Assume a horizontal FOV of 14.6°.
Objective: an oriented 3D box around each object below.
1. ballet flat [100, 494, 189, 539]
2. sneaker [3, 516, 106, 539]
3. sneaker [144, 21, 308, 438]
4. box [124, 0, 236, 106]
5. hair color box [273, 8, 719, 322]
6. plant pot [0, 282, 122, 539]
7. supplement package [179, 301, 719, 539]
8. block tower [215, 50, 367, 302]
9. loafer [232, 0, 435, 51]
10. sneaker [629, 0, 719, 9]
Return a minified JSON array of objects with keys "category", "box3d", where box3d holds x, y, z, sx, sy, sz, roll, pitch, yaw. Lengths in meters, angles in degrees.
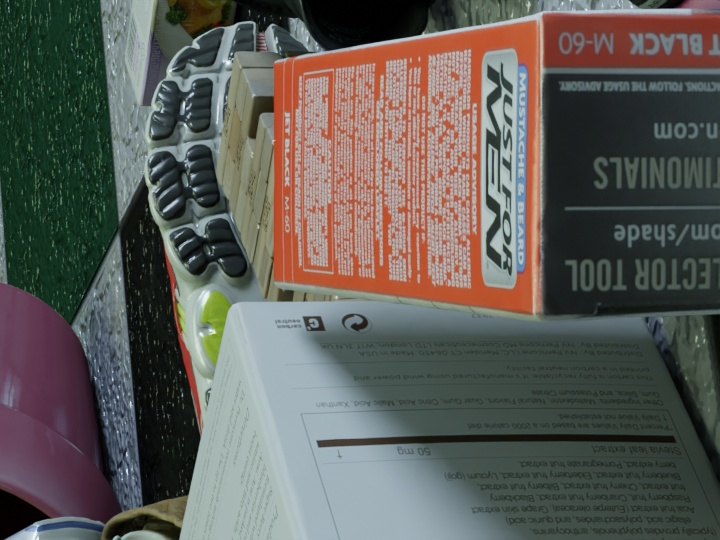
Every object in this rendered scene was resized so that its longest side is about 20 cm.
[{"category":"ballet flat","box3d":[-0.066,0.131,1.129,0.200,0.072,0.068,-144,57,-70]},{"category":"sneaker","box3d":[-0.112,0.190,1.235,0.115,0.080,0.199,62,-177,27]},{"category":"sneaker","box3d":[-0.045,0.007,1.055,0.085,0.077,0.201,126,141,-72]},{"category":"box","box3d":[-0.067,-0.160,1.180,0.042,0.038,0.201,-113,28,-50]},{"category":"hair color box","box3d":[0.057,-0.023,0.637,0.200,0.110,0.064,-171,80,-73]},{"category":"plant pot","box3d":[-0.215,0.109,1.468,0.179,0.199,0.201,-86,7,-50]},{"category":"supplement package","box3d":[0.032,0.116,0.707,0.200,0.119,0.122,-109,26,-47]},{"category":"block tower","box3d":[0.000,0.000,0.931,0.200,0.054,0.058,-112,26,-50]},{"category":"loafer","box3d":[-0.006,-0.103,0.918,0.200,0.068,0.071,167,111,-70]},{"category":"sneaker","box3d":[0.047,-0.154,0.697,0.079,0.095,0.201,120,147,-63]}]
